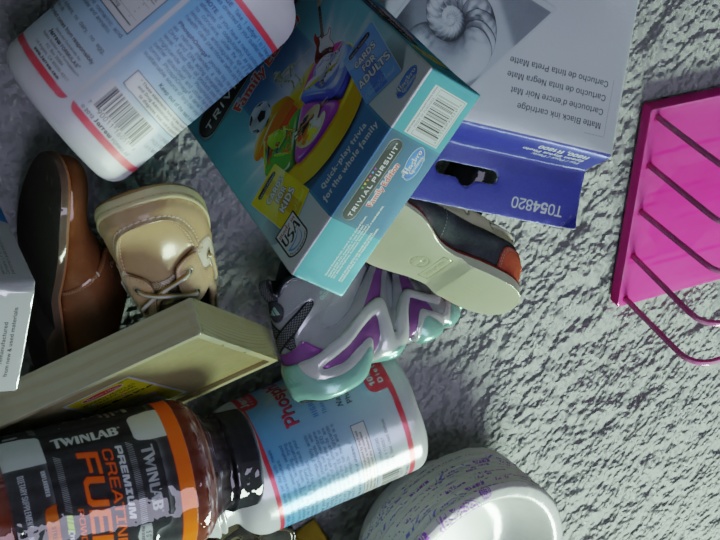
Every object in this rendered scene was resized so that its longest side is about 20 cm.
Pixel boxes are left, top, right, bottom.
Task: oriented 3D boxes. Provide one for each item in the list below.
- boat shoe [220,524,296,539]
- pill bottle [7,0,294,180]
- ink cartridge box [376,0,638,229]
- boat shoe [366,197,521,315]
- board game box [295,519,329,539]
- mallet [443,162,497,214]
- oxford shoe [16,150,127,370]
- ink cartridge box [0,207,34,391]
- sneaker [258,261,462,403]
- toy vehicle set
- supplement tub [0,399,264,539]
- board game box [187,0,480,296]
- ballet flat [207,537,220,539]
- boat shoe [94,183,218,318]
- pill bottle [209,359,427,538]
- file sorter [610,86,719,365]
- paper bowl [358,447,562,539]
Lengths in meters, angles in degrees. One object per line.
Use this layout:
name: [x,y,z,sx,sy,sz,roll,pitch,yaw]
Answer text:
boat shoe: [-0.116,0.251,1.190,0.199,0.073,0.075,-9,120,-52]
pill bottle: [-0.113,-0.158,0.898,0.199,0.109,0.109,-40,133,0]
ink cartridge box: [0.094,-0.142,1.011,0.197,0.041,0.203,9,92,-22]
boat shoe: [0.046,-0.034,1.079,0.199,0.063,0.071,29,139,-32]
board game box: [-0.087,0.336,1.323,0.199,0.040,0.154,-34,133,-5]
mallet: [0.020,-0.080,1.095,0.198,0.041,0.066,17,114,-34]
oxford shoe: [-0.195,-0.005,1.001,0.071,0.072,0.201,-16,140,-24]
ink cartridge box: [-0.316,0.005,0.879,0.198,0.145,0.085,0,124,-30]
sneaker: [0.000,0.000,1.116,0.199,0.077,0.141,-31,104,-47]
toy vehicle set: [-0.171,0.081,1.023,0.198,0.027,0.124,-25,160,14]
supplement tub: [-0.170,0.151,1.010,0.198,0.107,0.108,-12,127,-22]
board game box: [-0.027,-0.104,0.935,0.047,0.200,0.152,23,109,-39]
ballet flat: [-0.191,0.182,1.081,0.198,0.068,0.073,28,92,0]
boat shoe: [-0.127,-0.001,0.981,0.070,0.065,0.200,-16,162,1]
pill bottle: [-0.054,0.143,1.158,0.198,0.109,0.110,-21,130,-16]
file sorter: [0.318,-0.038,1.238,0.137,0.126,0.202,-14,128,-22]
paper bowl: [0.077,0.253,1.307,0.199,0.104,0.203,-20,127,-28]
